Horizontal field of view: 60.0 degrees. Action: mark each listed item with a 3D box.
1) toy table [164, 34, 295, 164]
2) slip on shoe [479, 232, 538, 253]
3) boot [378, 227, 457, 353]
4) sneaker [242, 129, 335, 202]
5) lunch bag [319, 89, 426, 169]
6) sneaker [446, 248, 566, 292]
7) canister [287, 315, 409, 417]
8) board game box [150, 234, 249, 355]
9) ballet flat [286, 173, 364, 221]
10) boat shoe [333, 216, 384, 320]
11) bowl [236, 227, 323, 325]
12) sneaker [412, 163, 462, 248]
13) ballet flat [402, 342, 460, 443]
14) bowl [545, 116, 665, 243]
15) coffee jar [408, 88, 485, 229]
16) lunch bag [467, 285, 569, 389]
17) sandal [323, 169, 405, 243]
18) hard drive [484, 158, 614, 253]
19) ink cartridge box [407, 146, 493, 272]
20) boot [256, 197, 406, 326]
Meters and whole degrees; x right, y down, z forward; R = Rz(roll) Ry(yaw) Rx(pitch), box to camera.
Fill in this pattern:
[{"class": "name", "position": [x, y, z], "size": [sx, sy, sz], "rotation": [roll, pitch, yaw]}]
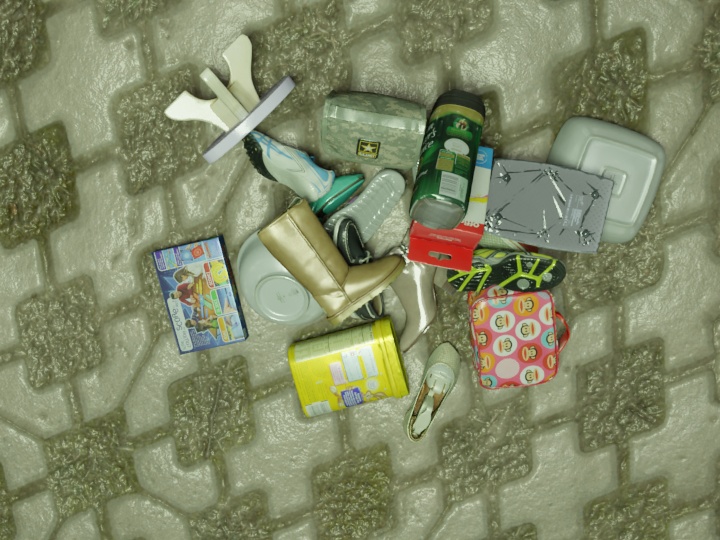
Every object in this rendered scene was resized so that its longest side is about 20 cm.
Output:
[{"class": "toy table", "position": [-0.221, -0.291, 1.051], "size": [0.200, 0.184, 0.117], "rotation": [-48, 112, -10]}, {"class": "slip on shoe", "position": [0.241, -0.080, 1.120], "size": [0.200, 0.074, 0.061], "rotation": [45, 55, 3]}, {"class": "boot", "position": [0.087, 0.030, 1.136], "size": [0.146, 0.070, 0.201], "rotation": [37, 90, -7]}, {"class": "sneaker", "position": [-0.130, -0.191, 1.098], "size": [0.199, 0.072, 0.072], "rotation": [36, 145, 19]}, {"class": "lunch bag", "position": [0.020, -0.235, 1.027], "size": [0.162, 0.200, 0.119], "rotation": [10, 100, 0]}, {"class": "sneaker", "position": [0.249, -0.011, 1.068], "size": [0.198, 0.077, 0.076], "rotation": [2, 125, 21]}, {"class": "canister", "position": [-0.022, 0.181, 1.159], "size": [0.198, 0.087, 0.150], "rotation": [-15, 99, 6]}, {"class": "board game box", "position": [-0.300, 0.047, 1.171], "size": [0.134, 0.034, 0.202], "rotation": [-12, 99, 5]}, {"class": "ballet flat", "position": [-0.083, -0.119, 1.121], "size": [0.200, 0.067, 0.070], "rotation": [-45, 84, 7]}, {"class": "boat shoe", "position": [0.000, 0.000, 1.106], "size": [0.060, 0.074, 0.202], "rotation": [6, 118, 31]}, {"class": "bowl", "position": [-0.131, 0.027, 1.100], "size": [0.198, 0.091, 0.203], "rotation": [3, 123, 5]}, {"class": "sneaker", "position": [0.136, -0.117, 1.112], "size": [0.073, 0.082, 0.202], "rotation": [-14, 75, -10]}, {"class": "ballet flat", "position": [0.139, 0.235, 1.174], "size": [0.067, 0.062, 0.202], "rotation": [20, 100, -2]}, {"class": "bowl", "position": [0.426, -0.157, 1.090], "size": [0.198, 0.075, 0.202], "rotation": [18, 99, -2]}, {"class": "coffee jar", "position": [0.135, -0.172, 0.959], "size": [0.084, 0.104, 0.202], "rotation": [15, 69, -2]}, {"class": "lunch bag", "position": [0.286, 0.112, 1.120], "size": [0.174, 0.082, 0.202], "rotation": [-8, 114, 5]}, {"class": "sandal", "position": [0.005, -0.106, 1.126], "size": [0.202, 0.050, 0.082], "rotation": [-40, 116, 23]}, {"class": "hard drive", "position": [0.308, -0.109, 1.046], "size": [0.198, 0.042, 0.137], "rotation": [11, 98, 5]}, {"class": "ink cartridge box", "position": [0.147, -0.109, 1.029], "size": [0.115, 0.067, 0.202], "rotation": [10, 70, 0]}, {"class": "boot", "position": [-0.043, -0.033, 1.025], "size": [0.175, 0.066, 0.201], "rotation": [-38, 101, -9]}]
